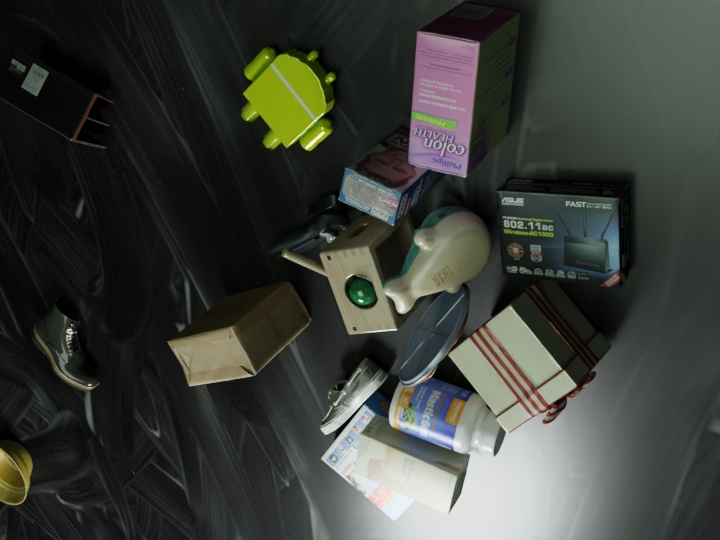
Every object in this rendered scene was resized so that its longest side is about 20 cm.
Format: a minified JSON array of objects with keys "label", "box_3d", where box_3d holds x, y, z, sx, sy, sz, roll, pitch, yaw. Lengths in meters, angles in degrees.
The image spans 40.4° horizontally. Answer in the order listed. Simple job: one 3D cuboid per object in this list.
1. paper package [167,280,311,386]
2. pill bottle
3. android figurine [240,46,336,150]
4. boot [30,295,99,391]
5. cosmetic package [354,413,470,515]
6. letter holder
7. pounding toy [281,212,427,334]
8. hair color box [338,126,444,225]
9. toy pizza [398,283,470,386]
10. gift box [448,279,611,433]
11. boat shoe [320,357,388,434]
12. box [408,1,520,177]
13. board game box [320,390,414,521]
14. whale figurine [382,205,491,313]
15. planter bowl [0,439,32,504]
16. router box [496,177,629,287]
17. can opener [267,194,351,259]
[{"label":"paper package","box_3d":[-0.230,0.119,1.859,0.190,0.200,0.104,-14,108,36]},{"label":"pill bottle","box_3d":[0.162,0.264,1.767,0.199,0.112,0.113,17,123,22]},{"label":"android figurine","box_3d":[-0.120,-0.295,1.663,0.182,0.041,0.200,50,129,-3]},{"label":"boot","box_3d":[-0.652,0.167,2.216,0.200,0.077,0.138,44,124,1]},{"label":"cosmetic package","box_3d":[0.094,0.359,1.813,0.199,0.071,0.106,20,123,20]},{"label":"letter holder","box_3d":[-0.575,-0.328,1.885,0.199,0.142,0.101,30,95,13]},{"label":"pounding toy","box_3d":[0.000,0.000,1.657,0.141,0.200,0.185,-7,112,33]},{"label":"hair color box","box_3d":[0.057,-0.153,1.537,0.100,0.200,0.061,25,126,15]},{"label":"toy pizza","box_3d":[0.131,0.112,1.651,0.032,0.201,0.200,32,130,-12]},{"label":"gift box","box_3d":[0.277,0.145,1.597,0.187,0.184,0.200,50,133,7]},{"label":"boat shoe","box_3d":[-0.026,0.241,1.896,0.064,0.071,0.200,42,121,2]},{"label":"box","box_3d":[0.152,-0.269,1.433,0.096,0.176,0.201,15,123,22]},{"label":"board game box","box_3d":[0.049,0.367,1.926,0.196,0.056,0.200,40,129,5]},{"label":"whale figurine","box_3d":[0.117,-0.022,1.599,0.159,0.200,0.104,51,179,-44]},{"label":"planter bowl","box_3d":[-0.920,0.505,2.552,0.199,0.083,0.202,14,123,23]},{"label":"router box","box_3d":[0.317,-0.061,1.526,0.199,0.062,0.151,5,117,28]},{"label":"can opener","box_3d":[-0.093,-0.065,1.775,0.063,0.079,0.200,23,142,-33]}]
